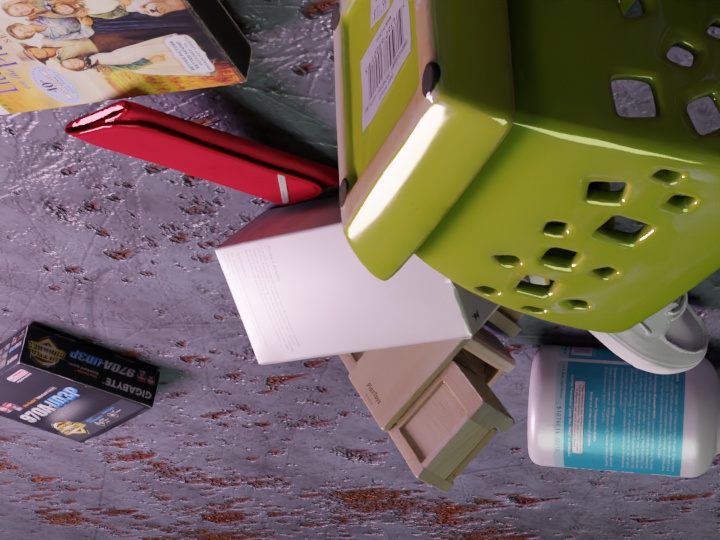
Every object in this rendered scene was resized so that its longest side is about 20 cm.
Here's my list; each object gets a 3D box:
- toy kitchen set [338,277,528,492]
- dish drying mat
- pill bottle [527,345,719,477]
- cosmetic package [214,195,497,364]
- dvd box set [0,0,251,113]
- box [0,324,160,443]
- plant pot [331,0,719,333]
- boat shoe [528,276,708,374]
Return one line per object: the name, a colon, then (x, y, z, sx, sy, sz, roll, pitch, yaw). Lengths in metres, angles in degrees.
toy kitchen set: (0.108, 0.076, 1.121, 0.180, 0.200, 0.164, 32, 105, -39)
dish drying mat: (-0.109, -0.081, 0.968, 0.199, 0.018, 0.076, 15, 162, -43)
pill bottle: (0.254, 0.129, 1.219, 0.197, 0.112, 0.111, 3, 154, 13)
cosmetic package: (0.000, 0.000, 1.024, 0.198, 0.085, 0.109, -9, 109, 32)
dvd box set: (-0.188, -0.160, 0.853, 0.197, 0.030, 0.147, -4, 151, 22)
box: (-0.335, 0.130, 1.486, 0.158, 0.047, 0.199, 23, 151, -27)
plant pot: (0.090, -0.098, 0.683, 0.179, 0.202, 0.200, 6, 154, -18)
boat shoe: (0.222, 0.020, 1.072, 0.199, 0.073, 0.068, 35, 145, -26)
